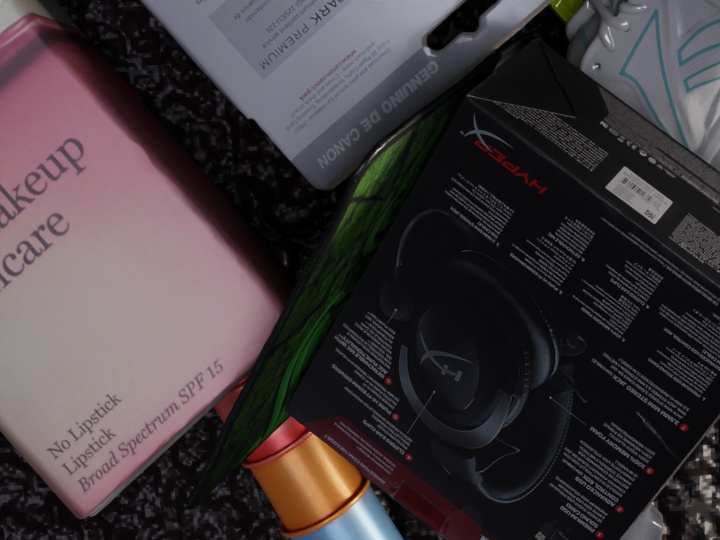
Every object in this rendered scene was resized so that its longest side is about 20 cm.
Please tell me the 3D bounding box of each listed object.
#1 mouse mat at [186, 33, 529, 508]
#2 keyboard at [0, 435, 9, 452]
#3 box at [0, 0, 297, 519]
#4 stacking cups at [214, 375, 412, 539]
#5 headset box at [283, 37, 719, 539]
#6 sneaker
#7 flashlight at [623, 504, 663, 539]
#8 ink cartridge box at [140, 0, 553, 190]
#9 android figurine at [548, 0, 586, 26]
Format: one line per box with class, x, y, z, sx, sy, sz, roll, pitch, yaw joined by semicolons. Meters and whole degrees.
mouse mat;0.000;0.000;0.750;0.008;0.161;0.201;36;126;9
keyboard;-0.198;0.027;0.844;0.198;0.021;0.128;14;103;-5
box;-0.133;-0.016;0.774;0.128;0.109;0.200;-41;95;4
stacking cups;-0.007;0.128;0.866;0.060;0.061;0.201;-30;99;5
headset box;0.071;0.034;0.738;0.148;0.077;0.201;37;128;10
sneaker;0.128;-0.103;0.746;0.079;0.071;0.202;4;131;0
flashlight;0.109;0.070;0.826;0.068;0.068;0.202;-17;129;-34
ink cartridge box;0.002;-0.165;0.750;0.200;0.084;0.176;-38;100;19
android figurine;0.152;-0.168;0.801;0.200;0.041;0.182;-42;103;6
